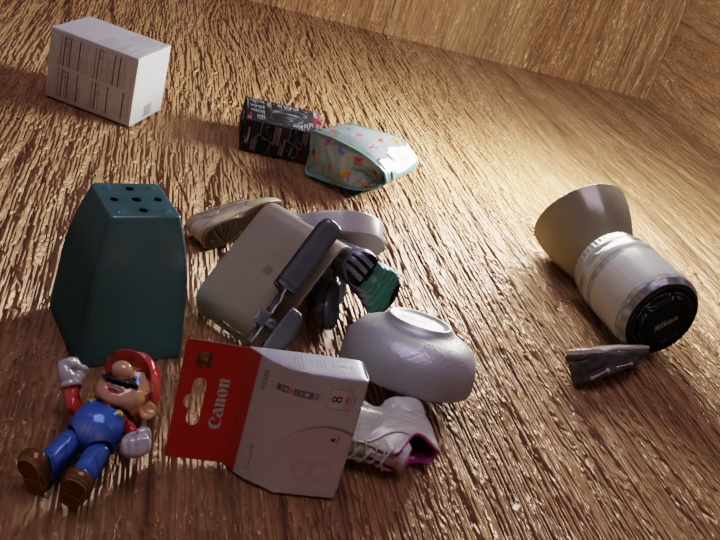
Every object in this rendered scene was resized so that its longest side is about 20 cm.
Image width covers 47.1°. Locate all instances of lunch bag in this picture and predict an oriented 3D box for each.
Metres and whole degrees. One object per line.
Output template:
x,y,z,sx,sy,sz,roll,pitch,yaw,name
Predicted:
0.008,-0.235,1.773,0.199,0.123,0.170,23,26,22,lunch bag

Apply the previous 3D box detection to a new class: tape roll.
-0.059,-0.045,1.323,0.201,0.203,0.037,2,71,-28,tape roll

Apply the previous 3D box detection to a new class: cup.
0.470,-0.056,1.676,0.198,0.201,0.144,3,51,-26,cup

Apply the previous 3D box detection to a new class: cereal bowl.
0.074,0.108,1.168,0.198,0.084,0.200,17,12,-4,cereal bowl

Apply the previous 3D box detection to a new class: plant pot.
-0.306,-0.004,1.069,0.140,0.202,0.141,-4,34,-34,plant pot

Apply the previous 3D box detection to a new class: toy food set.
-0.125,0.011,1.192,0.143,0.201,0.061,31,-14,23,toy food set

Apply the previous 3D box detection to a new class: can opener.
-0.083,0.025,1.125,0.067,0.201,0.053,38,-13,-9,can opener

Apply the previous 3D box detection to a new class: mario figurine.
-0.283,0.149,0.898,0.124,0.106,0.201,49,32,-16,mario figurine

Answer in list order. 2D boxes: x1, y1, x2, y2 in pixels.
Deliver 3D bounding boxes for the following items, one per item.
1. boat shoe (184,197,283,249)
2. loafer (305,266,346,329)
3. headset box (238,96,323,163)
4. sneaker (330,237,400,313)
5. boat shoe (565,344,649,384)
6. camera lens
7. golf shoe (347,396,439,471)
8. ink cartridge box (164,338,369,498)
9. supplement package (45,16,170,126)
-0.215,-0.094,1.435,0.065,0.073,0.199,33,36,25,boat shoe
-0.062,0.040,1.298,0.062,0.073,0.200,1,20,7,loafer
-0.169,-0.312,1.854,0.198,0.078,0.149,11,29,-15,headset box
0.000,0.000,1.291,0.087,0.075,0.200,38,-10,28,sneaker
0.414,0.156,1.385,0.198,0.058,0.067,1,-4,-37,boat shoe
0.505,0.040,1.521,0.158,0.161,0.200,6,30,-22,camera lens
0.012,0.206,1.017,0.198,0.076,0.092,-2,36,-32,golf shoe
-0.105,0.167,0.918,0.198,0.164,0.057,8,24,-19,ink cartridge box
-0.535,-0.426,1.758,0.198,0.152,0.152,21,28,5,supplement package
